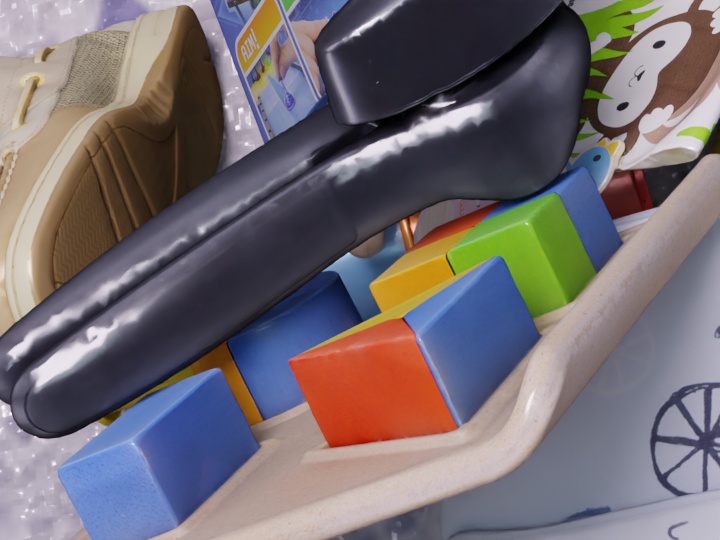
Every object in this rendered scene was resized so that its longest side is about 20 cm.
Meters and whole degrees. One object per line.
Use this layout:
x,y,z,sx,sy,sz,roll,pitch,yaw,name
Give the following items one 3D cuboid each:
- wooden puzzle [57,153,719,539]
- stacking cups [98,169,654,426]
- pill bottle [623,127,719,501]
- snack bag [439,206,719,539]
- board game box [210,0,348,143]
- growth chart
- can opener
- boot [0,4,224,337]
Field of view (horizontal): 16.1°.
-0.007,0.030,0.692,0.200,0.185,0.046,-27,97,29,wooden puzzle
0.000,0.000,0.845,0.199,0.061,0.061,-14,81,8,stacking cups
0.158,-0.009,0.784,0.114,0.114,0.201,21,88,13,pill bottle
0.097,0.065,0.716,0.188,0.021,0.201,-15,66,34,snack bag
-0.009,-0.133,0.796,0.034,0.200,0.136,-16,79,-23,board game box
0.085,-0.073,0.783,0.199,0.018,0.145,-19,39,37,growth chart
-0.019,-0.021,0.707,0.200,0.063,0.079,-36,107,-3,can opener
-0.134,-0.020,0.815,0.155,0.200,0.073,-8,118,12,boot
